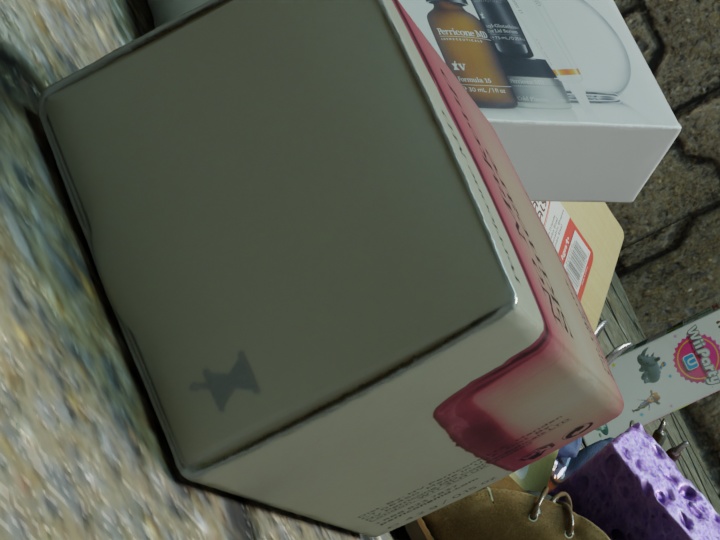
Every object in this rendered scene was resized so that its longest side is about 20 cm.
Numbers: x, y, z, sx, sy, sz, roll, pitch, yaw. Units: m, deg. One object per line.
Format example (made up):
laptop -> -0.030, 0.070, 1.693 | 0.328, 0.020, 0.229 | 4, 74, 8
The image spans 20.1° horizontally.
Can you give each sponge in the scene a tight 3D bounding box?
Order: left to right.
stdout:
sponge -> 0.162, 0.175, 0.966 | 0.200, 0.112, 0.030 | 49, 50, 9

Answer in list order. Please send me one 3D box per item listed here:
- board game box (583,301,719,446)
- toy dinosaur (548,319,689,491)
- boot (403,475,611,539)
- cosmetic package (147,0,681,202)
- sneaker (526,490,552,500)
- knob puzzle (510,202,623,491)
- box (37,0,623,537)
board game box -> 0.271, 0.076, 1.694 | 0.065, 0.199, 0.148 | 63, 9, 3
toy dinosaur -> 0.097, 0.093, 1.038 | 0.181, 0.105, 0.201 | 14, 57, -54
boot -> 0.059, 0.103, 0.815 | 0.201, 0.075, 0.074 | 62, 11, 1
cosmetic package -> 0.015, -0.101, 0.841 | 0.199, 0.052, 0.151 | -1, 49, -29
sneaker -> 0.142, 0.170, 0.908 | 0.200, 0.090, 0.066 | 52, 39, -6
knob puzzle -> 0.049, 0.005, 0.916 | 0.219, 0.030, 0.221 | -9, 100, -56
box -> 0.000, 0.000, 0.658 | 0.128, 0.109, 0.200 | 66, 9, 17
